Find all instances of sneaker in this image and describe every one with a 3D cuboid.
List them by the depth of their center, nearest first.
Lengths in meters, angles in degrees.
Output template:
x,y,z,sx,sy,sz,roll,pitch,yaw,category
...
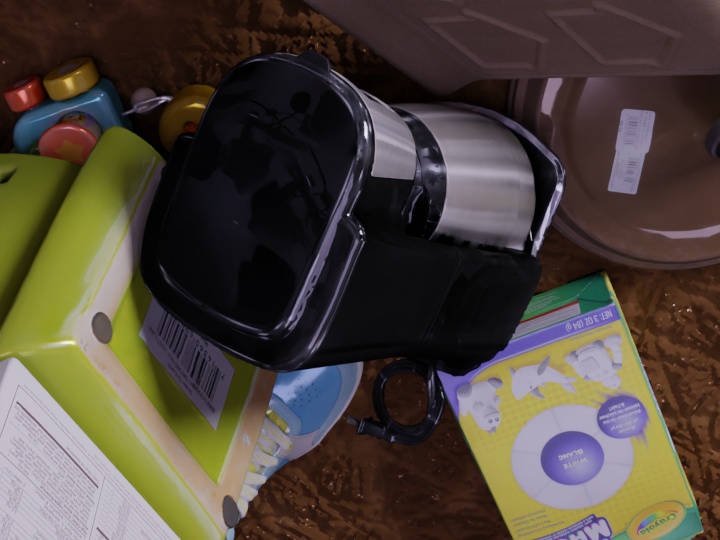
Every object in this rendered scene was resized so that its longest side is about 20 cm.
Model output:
x,y,z,sx,sy,sz,roll,pitch,yaw,category
-0.076,0.122,0.861,0.079,0.131,0.200,42,109,-17,sneaker

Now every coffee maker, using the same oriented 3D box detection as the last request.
x,y,z,sx,sy,sz,roll,pitch,yaw,category
0.000,0.000,0.732,0.134,0.199,0.194,1,90,34,coffee maker

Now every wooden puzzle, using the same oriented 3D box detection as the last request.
x,y,z,sx,sy,sz,roll,pitch,yaw,category
0.079,-0.141,0.695,0.199,0.047,0.185,-1,163,35,wooden puzzle

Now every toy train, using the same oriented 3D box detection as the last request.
x,y,z,sx,sy,sz,roll,pitch,yaw,category
-0.118,-0.034,0.825,0.198,0.056,0.151,17,115,-8,toy train

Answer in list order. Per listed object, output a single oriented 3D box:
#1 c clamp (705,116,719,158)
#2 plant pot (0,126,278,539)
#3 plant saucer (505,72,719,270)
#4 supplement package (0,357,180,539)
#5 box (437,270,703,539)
x,y,z,sx,sy,sz,roll,pitch,yaw,category
0.247,-0.112,0.704,0.199,0.171,0.027,-33,79,21,c clamp
-0.158,0.056,0.760,0.180,0.200,0.201,-14,126,25,plant pot
0.180,-0.086,0.812,0.198,0.030,0.202,0,118,1,plant saucer
-0.182,0.175,0.610,0.151,0.201,0.151,-21,124,21,supplement package
0.132,0.111,0.900,0.117,0.048,0.201,-21,116,11,box
